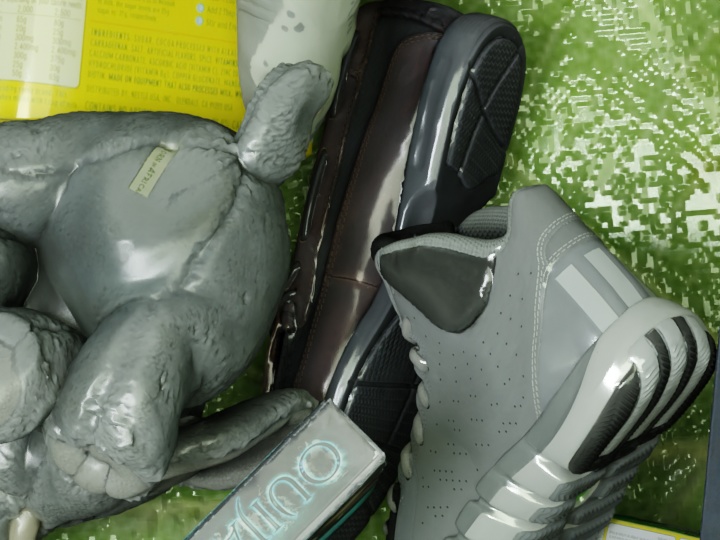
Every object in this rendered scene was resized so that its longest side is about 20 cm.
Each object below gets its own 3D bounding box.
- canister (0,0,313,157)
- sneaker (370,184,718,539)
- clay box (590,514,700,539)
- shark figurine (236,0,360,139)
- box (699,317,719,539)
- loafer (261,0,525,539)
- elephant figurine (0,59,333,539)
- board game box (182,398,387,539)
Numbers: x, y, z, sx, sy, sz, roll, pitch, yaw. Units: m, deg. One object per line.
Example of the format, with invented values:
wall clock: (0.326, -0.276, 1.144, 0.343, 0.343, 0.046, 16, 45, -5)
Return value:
canister: (-0.074, -0.142, 0.965, 0.148, 0.086, 0.201, 6, 89, -39)
sneaker: (0.036, 0.044, 0.944, 0.075, 0.200, 0.116, -20, 64, -42)
clay box: (0.097, 0.188, 0.957, 0.047, 0.115, 0.201, 10, 88, -31)
shark figurine: (0.014, -0.153, 0.922, 0.214, 0.128, 0.090, -42, 45, 3)
box: (0.201, 0.130, 0.867, 0.123, 0.196, 0.201, -10, 58, 34)
loafer: (0.000, 0.000, 0.996, 0.063, 0.072, 0.201, 19, 90, 28)
elephant figurine: (-0.087, 0.033, 0.943, 0.154, 0.200, 0.142, 4, 65, 5)
board game box: (-0.073, 0.125, 0.869, 0.200, 0.135, 0.028, -44, 85, -8)
